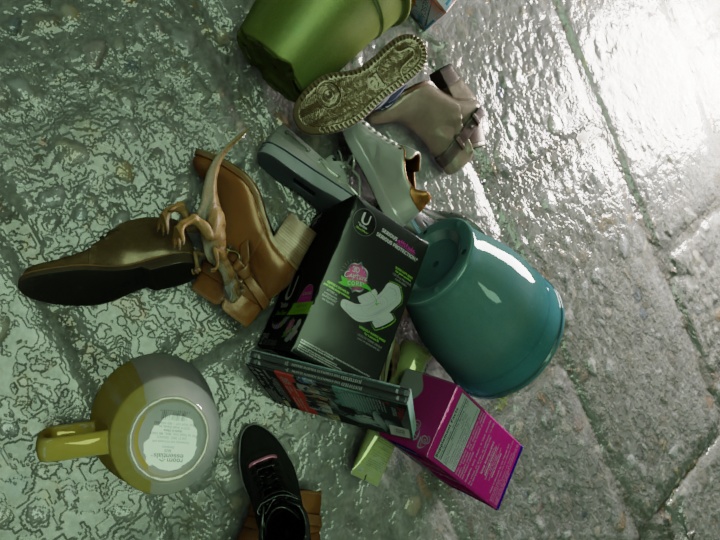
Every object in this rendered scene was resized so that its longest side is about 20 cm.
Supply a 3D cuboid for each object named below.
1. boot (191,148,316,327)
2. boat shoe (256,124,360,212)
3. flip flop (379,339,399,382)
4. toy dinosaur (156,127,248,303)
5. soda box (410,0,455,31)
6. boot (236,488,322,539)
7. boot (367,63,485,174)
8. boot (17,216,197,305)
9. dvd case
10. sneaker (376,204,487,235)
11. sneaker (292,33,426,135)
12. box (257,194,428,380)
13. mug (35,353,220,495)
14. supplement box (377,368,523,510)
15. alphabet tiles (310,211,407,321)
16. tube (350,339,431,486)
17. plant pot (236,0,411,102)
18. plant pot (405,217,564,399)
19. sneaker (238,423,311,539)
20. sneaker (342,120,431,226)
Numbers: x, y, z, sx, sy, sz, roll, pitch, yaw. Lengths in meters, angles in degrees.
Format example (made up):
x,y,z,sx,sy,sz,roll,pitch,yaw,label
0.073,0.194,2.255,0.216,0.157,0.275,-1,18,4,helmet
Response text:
x,y,z,sx,sy,sz,roll,pitch,yaw,label
-0.170,-0.042,0.749,0.198,0.074,0.156,38,89,2,boot
-0.042,-0.133,0.820,0.199,0.075,0.088,34,68,-6,boat shoe
0.027,0.119,0.830,0.056,0.080,0.208,20,77,-38,flip flop
-0.181,-0.064,0.697,0.104,0.059,0.208,-8,96,-46,toy dinosaur
0.150,-0.487,0.952,0.063,0.068,0.202,42,69,-17,soda box
-0.138,0.342,0.727,0.193,0.077,0.161,12,73,-15,boot
0.114,-0.220,0.913,0.197,0.070,0.150,-33,107,-19,boot
-0.295,-0.013,0.694,0.194,0.074,0.077,-11,64,-26,boot
-0.030,0.153,0.709,0.193,0.147,0.023,12,62,15,dvd case
0.106,-0.053,0.889,0.194,0.073,0.085,22,71,-13,sneaker
-0.006,-0.234,0.788,0.197,0.108,0.071,-33,97,-9,sneaker
-0.025,0.032,0.761,0.122,0.147,0.205,30,74,-21,box
-0.234,0.185,0.647,0.185,0.152,0.152,-38,102,-24,mug
0.130,0.237,0.826,0.200,0.100,0.105,45,67,-34,supplement box
0.000,0.000,0.865,0.199,0.007,0.169,43,68,-18,alphabet tiles
0.044,0.202,0.845,0.057,0.052,0.205,25,75,-7,tube
-0.062,-0.336,0.779,0.199,0.199,0.192,40,81,-17,plant pot
0.149,0.037,0.808,0.187,0.197,0.204,41,69,-31,plant pot
-0.100,0.260,0.695,0.068,0.101,0.204,-15,57,-16,sneaker
0.038,-0.162,0.829,0.083,0.072,0.204,-32,73,15,sneaker
